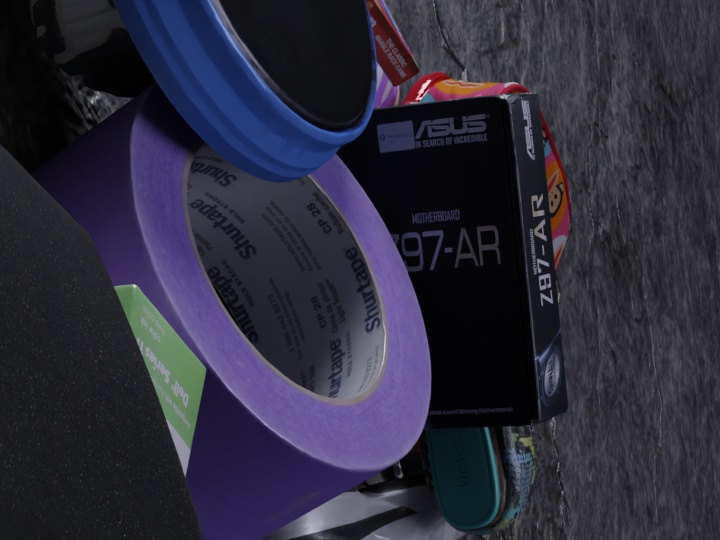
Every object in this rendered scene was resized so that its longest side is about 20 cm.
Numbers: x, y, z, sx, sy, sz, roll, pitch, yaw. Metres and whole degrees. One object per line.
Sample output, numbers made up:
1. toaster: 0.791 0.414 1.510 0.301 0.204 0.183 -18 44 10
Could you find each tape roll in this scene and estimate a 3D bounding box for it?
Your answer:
1. tape roll: -0.061 0.016 0.930 0.200 0.085 0.201 38 34 -32

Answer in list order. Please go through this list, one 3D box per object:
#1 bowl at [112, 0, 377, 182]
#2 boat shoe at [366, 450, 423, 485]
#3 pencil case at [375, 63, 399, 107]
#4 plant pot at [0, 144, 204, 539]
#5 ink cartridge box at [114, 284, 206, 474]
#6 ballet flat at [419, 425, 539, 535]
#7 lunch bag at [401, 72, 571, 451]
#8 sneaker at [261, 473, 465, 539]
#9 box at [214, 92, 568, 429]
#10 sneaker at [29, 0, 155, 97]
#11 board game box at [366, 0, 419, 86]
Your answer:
1. bowl: -0.054 -0.141 0.926 0.201 0.039 0.202 48 30 -40
2. boat shoe: 0.039 0.045 1.332 0.074 0.060 0.202 54 36 -52
3. pencil case: -0.044 -0.123 1.122 0.086 0.083 0.200 -62 152 -6
4. plant pot: -0.164 0.054 0.624 0.200 0.198 0.179 52 28 -55
5. ink cartridge box: -0.137 0.110 0.765 0.067 0.116 0.202 57 34 -50
6. ballet flat: 0.055 0.036 1.077 0.074 0.074 0.202 -14 98 -69
7. lunch bag: 0.056 0.004 1.197 0.201 0.081 0.177 -63 145 -25
8. sneaker: 0.007 0.171 1.069 0.200 0.075 0.117 2 71 -60
9. box: 0.000 0.000 1.037 0.043 0.198 0.162 -12 97 -64
10. sneaker: -0.121 -0.166 0.932 0.201 0.074 0.085 65 28 -42
11. board game box: -0.024 -0.193 1.129 0.103 0.019 0.201 51 11 -40
